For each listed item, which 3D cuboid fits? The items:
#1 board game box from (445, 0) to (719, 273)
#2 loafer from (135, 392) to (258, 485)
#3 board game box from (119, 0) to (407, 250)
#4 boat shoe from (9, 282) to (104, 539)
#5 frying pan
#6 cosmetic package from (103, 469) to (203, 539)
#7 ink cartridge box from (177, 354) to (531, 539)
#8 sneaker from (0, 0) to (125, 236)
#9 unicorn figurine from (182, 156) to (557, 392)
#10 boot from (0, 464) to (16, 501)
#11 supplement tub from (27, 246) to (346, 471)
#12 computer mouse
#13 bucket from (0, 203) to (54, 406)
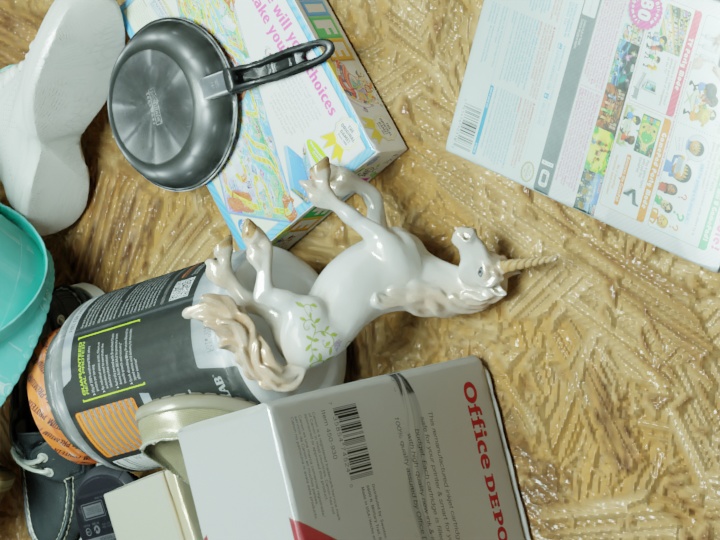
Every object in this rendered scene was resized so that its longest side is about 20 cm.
[{"bbox_3d":[0.159,-0.105,1.406,0.200,0.064,0.148,28,113,34],"label":"board game box"},{"bbox_3d":[-0.059,0.140,1.525,0.076,0.200,0.069,-23,45,44],"label":"loafer"},{"bbox_3d":[-0.068,-0.126,1.599,0.134,0.034,0.201,-38,72,35],"label":"board game box"},{"bbox_3d":[-0.220,0.108,1.730,0.075,0.060,0.201,10,101,37],"label":"boat shoe"},{"bbox_3d":[-0.099,-0.102,1.589,0.189,0.031,0.116,13,105,39],"label":"frying pan"},{"bbox_3d":[-0.086,0.225,1.614,0.073,0.103,0.201,-23,82,37],"label":"cosmetic package"},{"bbox_3d":[0.001,0.141,1.474,0.083,0.200,0.148,-18,84,41],"label":"ink cartridge box"},{"bbox_3d":[-0.221,-0.123,1.682,0.089,0.075,0.201,48,135,32],"label":"sneaker"},{"bbox_3d":[0.000,0.000,1.504,0.200,0.074,0.138,-39,91,4],"label":"unicorn figurine"},{"bbox_3d":[-0.313,0.201,1.735,0.200,0.073,0.156,-6,61,66],"label":"boot"},{"bbox_3d":[-0.118,0.063,1.605,0.199,0.122,0.123,-16,86,38],"label":"supplement tub"},{"bbox_3d":[-0.158,0.236,1.713,0.140,0.046,0.201,-26,84,42],"label":"computer mouse"},{"bbox_3d":[-0.311,0.024,1.660,0.207,0.135,0.208,-37,35,32],"label":"bucket"}]
